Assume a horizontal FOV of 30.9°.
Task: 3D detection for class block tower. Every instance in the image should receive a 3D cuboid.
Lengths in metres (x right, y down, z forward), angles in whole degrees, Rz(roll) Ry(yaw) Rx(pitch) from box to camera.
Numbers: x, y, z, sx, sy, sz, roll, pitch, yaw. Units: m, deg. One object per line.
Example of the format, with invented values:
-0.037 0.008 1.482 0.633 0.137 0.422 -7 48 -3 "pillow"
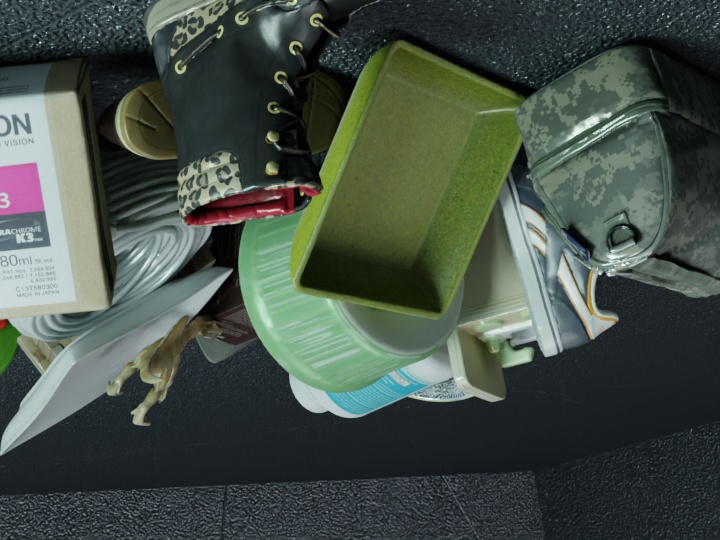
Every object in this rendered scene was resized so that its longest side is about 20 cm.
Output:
-0.225 0.025 1.228 0.199 0.054 0.058 -37 174 -24 "block tower"

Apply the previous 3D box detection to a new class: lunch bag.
0.232 -0.068 1.050 0.139 0.169 0.199 -30 153 31 "lunch bag"

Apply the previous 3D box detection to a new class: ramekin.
0.000 0.000 1.143 0.199 0.202 0.097 7 162 -42 "ramekin"

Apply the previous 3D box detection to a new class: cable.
-0.216 -0.019 1.097 0.199 0.069 0.200 -26 162 -44 "cable"

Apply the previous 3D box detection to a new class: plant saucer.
0.033 -0.071 1.031 0.048 0.201 0.199 30 -169 39 "plant saucer"

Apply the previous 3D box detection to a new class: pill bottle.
0.014 0.087 1.366 0.110 0.112 0.199 9 153 -44 "pill bottle"

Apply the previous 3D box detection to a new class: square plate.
-0.228 0.076 1.187 0.198 0.029 0.200 -33 172 -44 "square plate"

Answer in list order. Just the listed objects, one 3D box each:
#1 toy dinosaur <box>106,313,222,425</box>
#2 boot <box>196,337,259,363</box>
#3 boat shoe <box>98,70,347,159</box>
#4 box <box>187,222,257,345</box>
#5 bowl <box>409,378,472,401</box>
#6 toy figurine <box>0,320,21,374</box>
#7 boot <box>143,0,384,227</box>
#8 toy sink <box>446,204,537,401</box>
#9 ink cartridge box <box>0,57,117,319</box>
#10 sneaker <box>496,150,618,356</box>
-0.188 0.085 1.187 0.102 0.058 0.200 -56 178 17 "toy dinosaur"
-0.106 0.059 1.377 0.199 0.184 0.072 -26 145 38 "boot"
-0.098 -0.118 0.957 0.199 0.074 0.065 -4 -169 -40 "boat shoe"
-0.088 -0.003 1.273 0.074 0.101 0.199 19 152 -36 "box"
0.078 0.050 1.500 0.199 0.095 0.202 12 135 12 "bowl"
-0.332 0.002 1.180 0.199 0.151 0.184 -15 163 -39 "toy figurine"
-0.042 -0.118 0.807 0.198 0.152 0.073 -13 164 20 "boot"
0.145 0.012 1.258 0.111 0.202 0.130 -15 162 21 "toy sink"
-0.280 -0.050 0.908 0.198 0.166 0.075 -6 -153 -4 "ink cartridge box"
0.167 -0.032 1.146 0.079 0.202 0.078 -18 179 5 "sneaker"
